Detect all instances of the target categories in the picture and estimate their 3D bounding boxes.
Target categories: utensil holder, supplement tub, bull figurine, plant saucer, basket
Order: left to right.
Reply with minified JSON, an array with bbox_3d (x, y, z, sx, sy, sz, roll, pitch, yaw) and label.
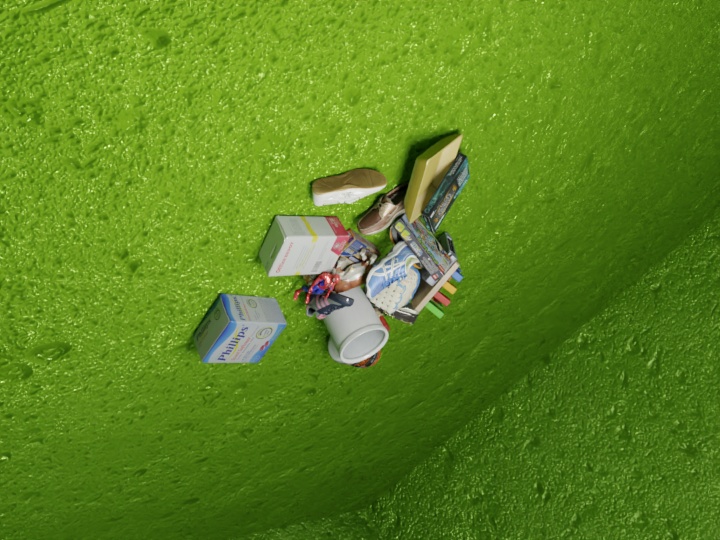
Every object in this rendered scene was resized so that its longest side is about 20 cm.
[{"bbox_3d":[-0.030,0.159,1.836,0.168,0.201,0.171,-22,146,-15],"label":"utensil holder"},{"bbox_3d":[-0.016,0.278,2.078,0.122,0.123,0.199,-42,146,16],"label":"supplement tub"},{"bbox_3d":[0.000,0.000,1.690,0.198,0.065,0.122,-27,144,-12],"label":"bull figurine"},{"bbox_3d":[0.122,0.025,1.859,0.199,0.138,0.178,-37,156,-48],"label":"basket"},{"bbox_3d":[0.182,-0.252,1.544,0.200,0.048,0.202,-42,154,-43],"label":"plant saucer"}]

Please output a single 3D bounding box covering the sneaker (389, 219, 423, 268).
[{"bbox_3d":[0.161,-0.080,1.739,0.200,0.077,0.079,43,70,-33],"label":"sneaker"}]

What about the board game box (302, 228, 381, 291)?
[{"bbox_3d":[-0.055,-0.019,1.721,0.199,0.047,0.151,-41,147,14],"label":"board game box"}]

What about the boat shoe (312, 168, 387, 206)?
[{"bbox_3d":[-0.030,-0.205,1.480,0.196,0.072,0.070,-10,144,-16],"label":"boat shoe"}]

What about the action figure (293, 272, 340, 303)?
[{"bbox_3d":[-0.116,0.049,1.642,0.065,0.053,0.199,23,147,-28],"label":"action figure"}]

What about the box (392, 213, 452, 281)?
[{"bbox_3d":[0.179,-0.076,1.664,0.035,0.201,0.110,-35,-173,32],"label":"box"}]

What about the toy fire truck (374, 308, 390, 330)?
[{"bbox_3d":[0.093,0.135,2.046,0.140,0.049,0.200,-32,145,7],"label":"toy fire truck"}]

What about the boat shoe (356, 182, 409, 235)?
[{"bbox_3d":[0.070,-0.175,1.603,0.199,0.076,0.072,-37,145,-9],"label":"boat shoe"}]

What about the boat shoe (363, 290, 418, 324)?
[{"bbox_3d":[0.094,0.123,1.925,0.198,0.072,0.061,19,112,-1],"label":"boat shoe"}]

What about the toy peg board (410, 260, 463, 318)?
[{"bbox_3d":[0.258,0.039,1.883,0.097,0.201,0.200,36,106,-15],"label":"toy peg board"}]

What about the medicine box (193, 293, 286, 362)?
[{"bbox_3d":[-0.346,0.170,1.678,0.198,0.104,0.183,7,131,-46],"label":"medicine box"}]

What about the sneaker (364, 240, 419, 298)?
[{"bbox_3d":[0.088,0.002,1.651,0.200,0.077,0.076,-48,147,-12],"label":"sneaker"}]

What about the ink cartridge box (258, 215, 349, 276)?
[{"bbox_3d":[-0.150,-0.066,1.545,0.197,0.084,0.146,-3,139,-38],"label":"ink cartridge box"}]

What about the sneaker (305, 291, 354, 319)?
[{"bbox_3d":[-0.091,0.105,1.701,0.069,0.199,0.083,22,78,-34],"label":"sneaker"}]

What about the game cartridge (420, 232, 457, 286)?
[{"bbox_3d":[0.240,-0.033,1.829,0.041,0.201,0.133,40,111,-14],"label":"game cartridge"}]

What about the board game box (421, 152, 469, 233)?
[{"bbox_3d":[0.240,-0.213,1.632,0.202,0.028,0.135,-57,160,-6],"label":"board game box"}]
